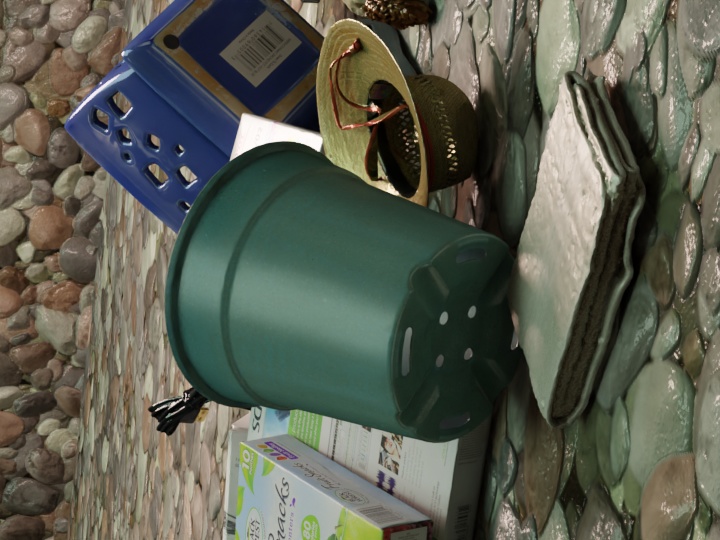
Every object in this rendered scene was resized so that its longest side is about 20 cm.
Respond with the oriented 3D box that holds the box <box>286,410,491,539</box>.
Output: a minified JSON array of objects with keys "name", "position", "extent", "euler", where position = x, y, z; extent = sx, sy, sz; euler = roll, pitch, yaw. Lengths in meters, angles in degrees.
[{"name":"box","position":[0.018,0.120,1.640],"extent":[0.200,0.036,0.145],"euler":[27,117,44]}]

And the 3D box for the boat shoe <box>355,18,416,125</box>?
[{"name":"boat shoe","position":[0.014,-0.153,1.842],"extent":[0.200,0.071,0.062],"euler":[-91,0,-60]}]

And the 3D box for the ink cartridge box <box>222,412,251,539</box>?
[{"name":"ink cartridge box","position":[-0.074,0.237,1.969],"extent":[0.145,0.083,0.201],"euler":[-25,-61,-81]}]

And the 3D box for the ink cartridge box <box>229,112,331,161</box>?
[{"name":"ink cartridge box","position":[-0.065,-0.067,1.839],"extent":[0.200,0.068,0.116],"euler":[21,96,60]}]

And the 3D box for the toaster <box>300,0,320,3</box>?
[{"name":"toaster","position":[-0.045,-0.357,2.007],"extent":[0.129,0.113,0.201],"euler":[126,143,-69]}]

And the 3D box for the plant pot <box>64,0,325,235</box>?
[{"name":"plant pot","position":[-0.133,-0.168,2.046],"extent":[0.200,0.200,0.180],"euler":[-48,-1,-35]}]

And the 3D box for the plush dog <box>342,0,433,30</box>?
[{"name":"plush dog","position":[-0.001,-0.290,1.798],"extent":[0.201,0.159,0.172],"euler":[-103,-2,-46]}]

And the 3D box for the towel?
[{"name":"towel","position":[0.137,-0.015,1.364],"extent":[0.133,0.034,0.201],"euler":[-102,19,-50]}]

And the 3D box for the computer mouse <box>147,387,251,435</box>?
[{"name":"computer mouse","position":[-0.089,0.120,1.894],"extent":[0.140,0.199,0.046],"euler":[-26,75,41]}]

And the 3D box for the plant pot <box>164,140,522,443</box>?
[{"name":"plant pot","position":[0.001,0.024,1.505],"extent":[0.195,0.200,0.202],"euler":[16,106,40]}]

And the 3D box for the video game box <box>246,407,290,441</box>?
[{"name":"video game box","position":[-0.013,0.125,1.744],"extent":[0.200,0.047,0.183],"euler":[30,122,43]}]

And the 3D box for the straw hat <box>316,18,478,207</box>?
[{"name":"straw hat","position":[0.044,-0.105,1.640],"extent":[0.201,0.085,0.202],"euler":[-137,41,-54]}]

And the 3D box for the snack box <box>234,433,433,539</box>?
[{"name":"snack box","position":[-0.026,0.226,1.636],"extent":[0.200,0.053,0.143],"euler":[26,115,52]}]
